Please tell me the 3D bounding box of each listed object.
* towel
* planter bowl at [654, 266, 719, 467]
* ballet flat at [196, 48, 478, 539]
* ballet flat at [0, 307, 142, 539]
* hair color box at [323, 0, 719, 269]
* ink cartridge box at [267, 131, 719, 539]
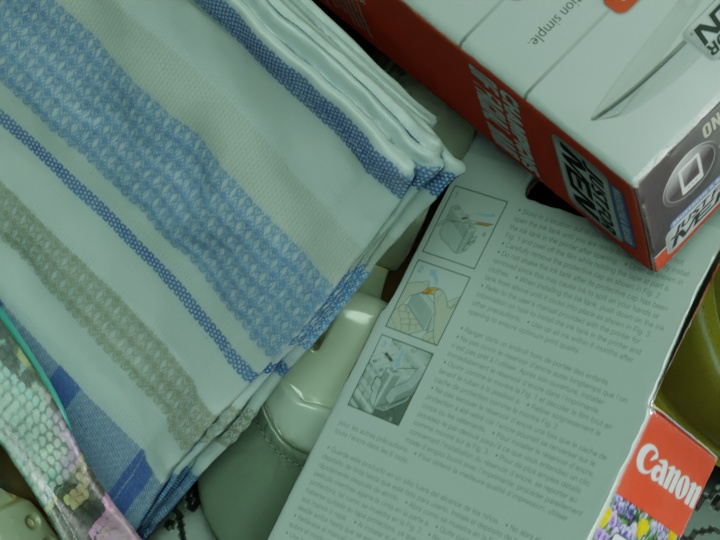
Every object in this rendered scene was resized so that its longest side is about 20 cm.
[{"bbox_3d":[-0.073,-0.018,0.715,0.147,0.200,0.024,44,34,7],"label":"towel"},{"bbox_3d":[0.180,-0.013,0.714,0.200,0.083,0.201,-8,109,-22],"label":"planter bowl"},{"bbox_3d":[0.000,0.000,0.759,0.067,0.064,0.201,25,76,-9],"label":"ballet flat"},{"bbox_3d":[-0.113,0.079,0.720,0.071,0.069,0.200,-36,92,-43],"label":"ballet flat"},{"bbox_3d":[0.047,-0.108,0.672,0.111,0.064,0.200,-44,65,-8],"label":"hair color box"},{"bbox_3d":[0.042,0.063,0.698,0.109,0.050,0.201,20,80,40],"label":"ink cartridge box"}]
